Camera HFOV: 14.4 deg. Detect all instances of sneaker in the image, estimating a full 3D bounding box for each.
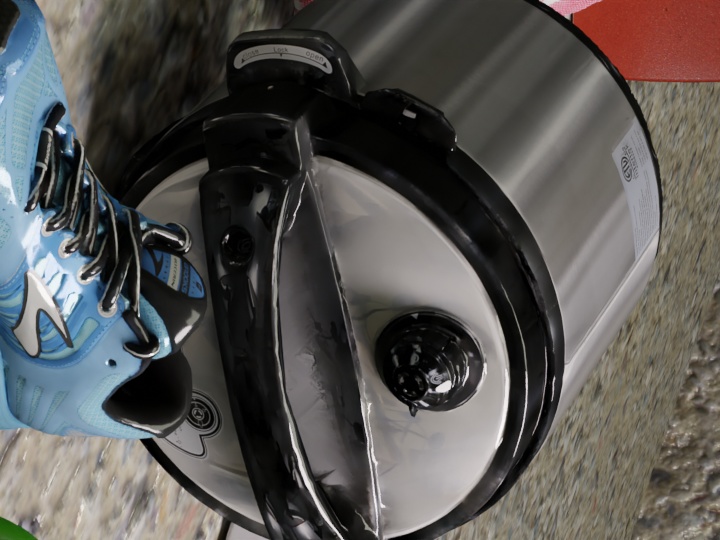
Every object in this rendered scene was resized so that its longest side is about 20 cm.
[{"bbox_3d":[-0.084,-0.015,0.826,0.200,0.090,0.079,83,26,-58],"label":"sneaker"}]

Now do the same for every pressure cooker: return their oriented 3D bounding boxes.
[{"bbox_3d":[0.002,-0.001,1.007,0.179,0.176,0.200,-48,-178,35],"label":"pressure cooker"}]

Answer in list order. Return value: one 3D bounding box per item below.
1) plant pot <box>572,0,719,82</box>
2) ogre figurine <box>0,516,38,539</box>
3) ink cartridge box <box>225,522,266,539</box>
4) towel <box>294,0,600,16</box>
[{"bbox_3d":[0.247,-0.233,1.803,0.200,0.176,0.200,85,25,-57],"label":"plant pot"},{"bbox_3d":[-0.103,0.131,0.855,0.098,0.119,0.201,-56,159,-54],"label":"ogre figurine"},{"bbox_3d":[-0.045,0.189,1.373,0.201,0.057,0.163,-67,169,9],"label":"ink cartridge box"},{"bbox_3d":[0.036,-0.135,1.147,0.146,0.030,0.200,-27,158,-10],"label":"towel"}]
